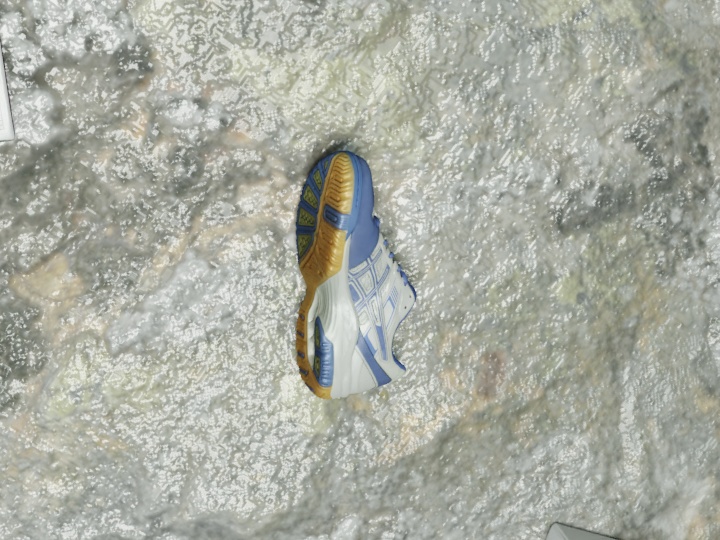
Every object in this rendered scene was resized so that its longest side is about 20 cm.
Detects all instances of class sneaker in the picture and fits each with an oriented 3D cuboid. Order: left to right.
[{"bbox_3d":[0.000,0.000,1.475,0.087,0.075,0.202,-6,117,-23],"label":"sneaker"}]

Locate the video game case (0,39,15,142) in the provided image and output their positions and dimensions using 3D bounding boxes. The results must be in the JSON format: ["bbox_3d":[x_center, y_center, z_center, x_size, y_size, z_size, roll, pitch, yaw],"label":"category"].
[{"bbox_3d":[-0.347,-0.179,1.347,0.180,0.036,0.202,-9,110,-10],"label":"video game case"}]

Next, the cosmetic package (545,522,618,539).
[{"bbox_3d":[0.237,0.337,1.583,0.199,0.165,0.166,17,104,-16],"label":"cosmetic package"}]
